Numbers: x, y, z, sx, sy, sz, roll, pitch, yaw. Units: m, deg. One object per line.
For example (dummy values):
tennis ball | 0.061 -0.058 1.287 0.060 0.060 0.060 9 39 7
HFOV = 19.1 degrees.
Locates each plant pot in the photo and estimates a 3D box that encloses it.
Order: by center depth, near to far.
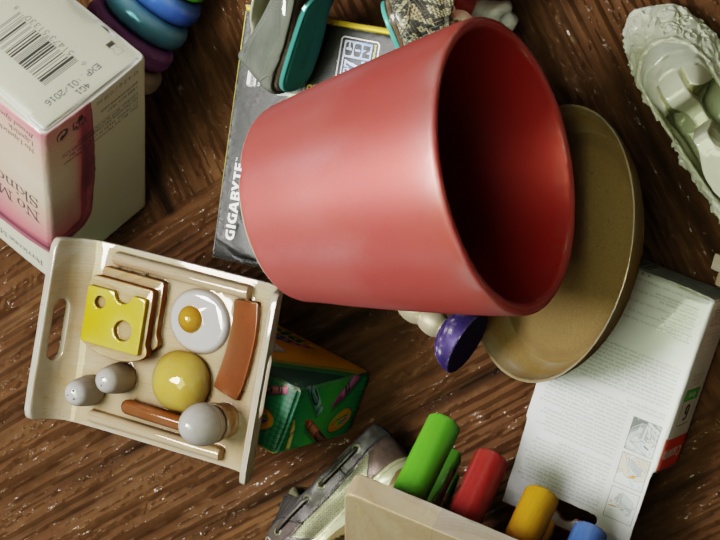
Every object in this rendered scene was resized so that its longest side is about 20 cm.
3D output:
plant pot | 0.027 -0.059 1.463 0.177 0.200 0.201 -8 90 33
plant pot | 0.143 -0.018 1.525 0.200 0.027 0.201 -25 61 55

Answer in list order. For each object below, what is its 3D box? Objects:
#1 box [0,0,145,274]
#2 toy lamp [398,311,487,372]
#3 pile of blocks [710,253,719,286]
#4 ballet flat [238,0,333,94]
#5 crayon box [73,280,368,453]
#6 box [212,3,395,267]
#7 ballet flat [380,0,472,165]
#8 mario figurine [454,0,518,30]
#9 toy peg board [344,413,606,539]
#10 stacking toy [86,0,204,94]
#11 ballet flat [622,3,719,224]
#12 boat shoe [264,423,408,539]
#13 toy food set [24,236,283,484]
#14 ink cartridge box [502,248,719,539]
box | -0.248 -0.112 1.661 0.128 0.109 0.200 38 151 18
toy lamp | 0.000 0.000 1.580 0.200 0.058 0.058 32 107 19
pile of blocks | 0.330 0.047 1.455 0.199 0.082 0.062 19 102 24
ballet flat | -0.041 -0.220 1.559 0.064 0.067 0.200 43 127 23
crayon box | -0.109 0.068 1.657 0.199 0.119 0.058 26 104 22
box | -0.025 -0.093 1.642 0.159 0.049 0.201 13 100 24
ballet flat | 0.074 -0.121 1.555 0.075 0.068 0.201 -13 118 8
mario figurine | 0.068 -0.245 1.578 0.199 0.124 0.106 11 62 34
toy peg board | 0.098 0.203 1.543 0.198 0.200 0.098 21 61 13
stacking toy | -0.141 -0.237 1.674 0.085 0.085 0.200 44 107 17
ballet flat | 0.243 -0.105 1.497 0.072 0.072 0.200 -35 78 25
boat shoe | -0.033 0.196 1.663 0.200 0.073 0.065 -41 65 20
toy food set | -0.154 0.064 1.579 0.199 0.060 0.144 14 100 24
ink cartridge box | 0.185 0.093 1.550 0.109 0.050 0.201 22 105 24
